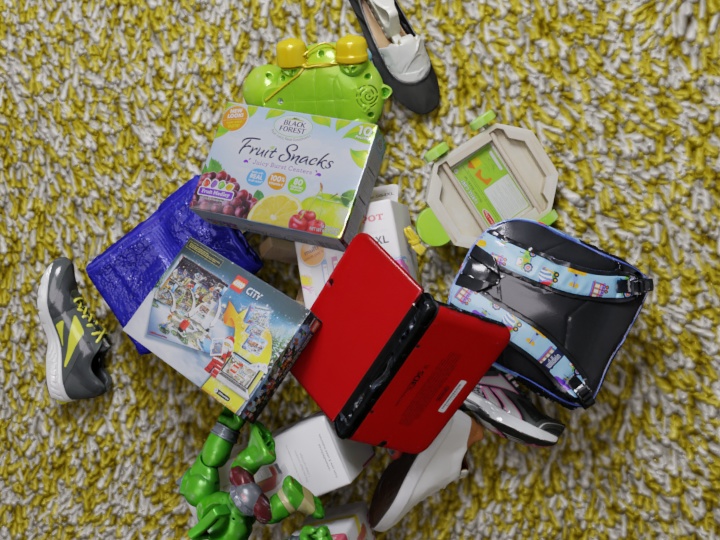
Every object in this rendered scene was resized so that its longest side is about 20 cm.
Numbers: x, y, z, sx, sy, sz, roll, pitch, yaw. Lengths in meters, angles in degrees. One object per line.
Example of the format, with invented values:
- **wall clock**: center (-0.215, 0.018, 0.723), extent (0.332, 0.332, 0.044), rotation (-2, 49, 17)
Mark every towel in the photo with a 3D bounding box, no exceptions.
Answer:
- **towel**: center (-0.239, -0.006, 1.090), extent (0.200, 0.050, 0.148), rotation (-38, 81, 8)

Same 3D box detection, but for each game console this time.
- **game console**: center (0.036, 0.086, 0.968), extent (0.172, 0.119, 0.200), rotation (18, 120, -27)

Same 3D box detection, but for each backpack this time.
- **backpack**: center (0.201, 0.039, 0.997), extent (0.199, 0.135, 0.183), rotation (26, 93, 0)

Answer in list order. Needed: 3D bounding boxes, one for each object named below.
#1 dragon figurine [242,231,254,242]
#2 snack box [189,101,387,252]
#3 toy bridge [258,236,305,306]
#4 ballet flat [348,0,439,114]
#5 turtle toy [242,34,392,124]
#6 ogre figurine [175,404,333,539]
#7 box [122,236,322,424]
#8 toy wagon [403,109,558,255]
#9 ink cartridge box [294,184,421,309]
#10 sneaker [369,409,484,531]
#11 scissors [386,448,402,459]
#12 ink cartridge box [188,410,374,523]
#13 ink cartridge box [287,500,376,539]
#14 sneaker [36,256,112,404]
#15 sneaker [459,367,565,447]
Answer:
- **dragon figurine**: center (-0.198, 0.000, 1.138), extent (0.099, 0.059, 0.201), rotation (20, 96, 11)
- **snack box**: center (-0.084, -0.111, 1.007), extent (0.199, 0.053, 0.143), rotation (12, 74, 21)
- **toy bridge**: center (-0.095, -0.024, 1.097), extent (0.027, 0.067, 0.201), rotation (-42, 52, 35)
- **ballet flat**: center (0.039, -0.288, 1.075), extent (0.068, 0.068, 0.201), rotation (-29, 85, -8)
- **turtle toy**: center (-0.056, -0.223, 1.083), extent (0.199, 0.101, 0.147), rotation (2, 114, 14)
- **ogre figurine**: center (-0.125, 0.249, 0.943), extent (0.120, 0.098, 0.200), rotation (-39, 87, 3)
- **box**: center (-0.159, 0.064, 0.986), extent (0.199, 0.038, 0.137), rotation (30, 79, 30)
- **toy wagon**: center (0.138, -0.089, 1.050), extent (0.199, 0.040, 0.156), rotation (-34, 95, -1)
- **ink cartridge box**: center (0.000, 0.000, 1.061), extent (0.128, 0.125, 0.201), rotation (-11, 89, 12)
- **sneaker**: center (0.084, 0.257, 1.070), extent (0.084, 0.073, 0.200), rotation (24, 116, -17)
- **scissors**: center (0.051, 0.142, 1.054), extent (0.014, 0.073, 0.201), rotation (1, 119, -20)
- **ink cartridge box**: center (-0.099, 0.242, 1.068), extent (0.199, 0.145, 0.084), rotation (-24, 86, 12)
- **ink cartridge box**: center (-0.028, 0.374, 1.034), extent (0.083, 0.200, 0.146), rotation (-15, 87, 9)
- **sneaker**: center (-0.381, 0.080, 1.179), extent (0.084, 0.074, 0.201), rotation (-2, 99, 6)
- **sneaker**: center (0.163, 0.143, 1.055), extent (0.199, 0.080, 0.087), rotation (27, 75, 1)
